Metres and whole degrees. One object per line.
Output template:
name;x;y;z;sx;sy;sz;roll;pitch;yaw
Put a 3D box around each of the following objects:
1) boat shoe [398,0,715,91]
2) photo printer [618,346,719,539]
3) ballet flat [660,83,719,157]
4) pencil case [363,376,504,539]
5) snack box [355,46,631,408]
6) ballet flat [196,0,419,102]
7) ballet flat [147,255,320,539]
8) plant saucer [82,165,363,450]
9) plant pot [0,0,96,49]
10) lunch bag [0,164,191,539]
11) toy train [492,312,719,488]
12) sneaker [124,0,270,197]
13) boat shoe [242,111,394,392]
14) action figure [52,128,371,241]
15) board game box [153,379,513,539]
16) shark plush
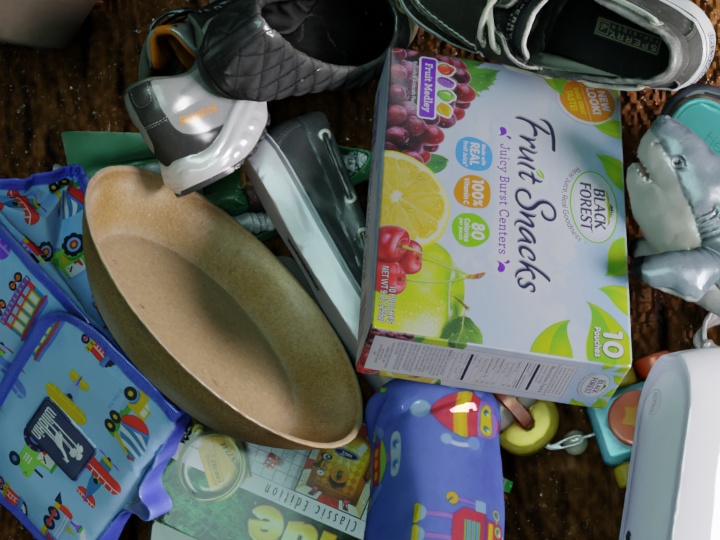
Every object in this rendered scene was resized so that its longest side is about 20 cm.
boat shoe;0.100;-0.147;0.918;0.200;0.064;0.071;18;111;29
photo printer;0.222;0.144;0.878;0.166;0.069;0.201;13;81;-17
ballet flat;0.257;-0.039;0.926;0.200;0.073;0.073;38;87;2
pencil case;0.034;0.152;0.862;0.087;0.078;0.200;-29;46;41
snack box;0.076;-0.027;0.907;0.142;0.053;0.200;9;54;-7
ballet flat;-0.016;-0.138;0.938;0.057;0.200;0.067;-27;91;38
ballet flat;-0.078;0.087;0.975;0.067;0.046;0.200;19;80;-1
plant saucer;-0.082;0.028;0.882;0.035;0.200;0.200;-44;76;18
plant pot;-0.210;-0.234;0.992;0.200;0.200;0.175;19;102;11
lunch bag;-0.169;0.065;0.920;0.200;0.094;0.151;49;124;21
toy train;0.124;0.042;0.943;0.200;0.056;0.151;20;84;12
sneaker;-0.086;-0.131;0.952;0.074;0.200;0.079;-22;121;25
boat shoe;0.000;0.000;0.946;0.057;0.069;0.200;-31;97;-9
action figure;-0.087;-0.051;0.995;0.199;0.055;0.118;-9;76;3
board game box;-0.021;0.132;0.940;0.200;0.023;0.105;23;83;-3
shark plush;0.230;-0.003;0.874;0.200;0.091;0.083;31;101;15
